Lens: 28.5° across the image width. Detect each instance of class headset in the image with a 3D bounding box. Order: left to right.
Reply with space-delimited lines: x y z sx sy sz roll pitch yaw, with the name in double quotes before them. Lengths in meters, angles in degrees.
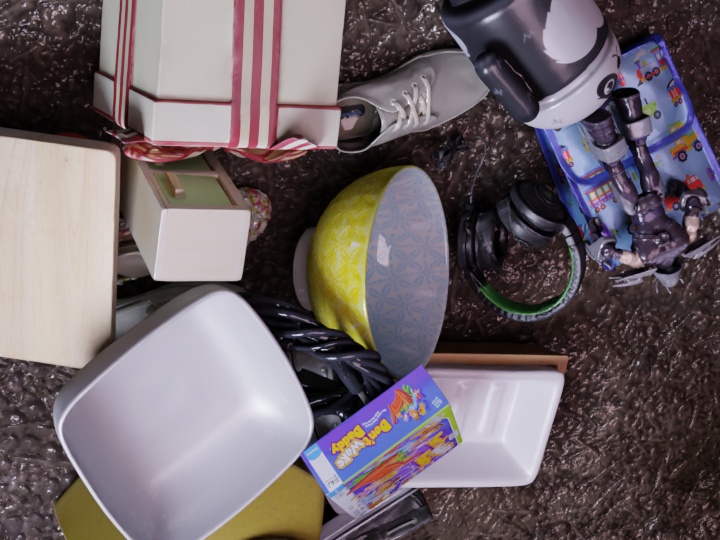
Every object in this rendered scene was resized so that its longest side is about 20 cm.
"headset" 0.137 -0.040 1.385 0.123 0.094 0.202 -26 97 30

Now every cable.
"cable" -0.069 0.080 1.279 0.198 0.163 0.051 28 63 -3

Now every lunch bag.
"lunch bag" 0.261 -0.130 1.422 0.149 0.094 0.202 -29 111 -4

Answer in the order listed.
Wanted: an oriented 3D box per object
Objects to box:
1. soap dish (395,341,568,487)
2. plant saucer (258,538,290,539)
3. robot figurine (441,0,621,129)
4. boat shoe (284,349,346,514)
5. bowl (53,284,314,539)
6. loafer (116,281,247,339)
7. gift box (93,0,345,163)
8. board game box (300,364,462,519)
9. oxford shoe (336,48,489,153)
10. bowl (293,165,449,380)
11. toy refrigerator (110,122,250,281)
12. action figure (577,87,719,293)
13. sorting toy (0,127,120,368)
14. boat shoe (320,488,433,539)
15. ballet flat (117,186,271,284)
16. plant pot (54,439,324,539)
"soap dish" 0.107 0.148 1.493 0.197 0.081 0.159 2 115 -24
"plant saucer" -0.096 0.347 1.319 0.198 0.029 0.203 -9 111 -25
"robot figurine" 0.154 -0.222 1.286 0.150 0.125 0.200 -42 117 -1
"boat shoe" -0.017 0.157 1.449 0.085 0.075 0.204 -17 115 3
"bowl" -0.155 0.122 1.212 0.199 0.074 0.201 -38 123 -15
"loafer" -0.194 0.053 1.324 0.197 0.070 0.071 -10 120 -18
"gift box" -0.117 -0.179 1.141 0.182 0.200 0.189 0 106 -22
"board game box" 0.025 0.164 1.322 0.134 0.045 0.200 -36 163 -3
"oxford shoe" 0.039 -0.155 1.321 0.198 0.058 0.076 -17 117 -17
"bowl" 0.000 0.000 1.341 0.106 0.201 0.202 3 125 25
"toy refrigerator" -0.157 -0.067 1.199 0.075 0.200 0.071 1 117 -22
"action figure" 0.271 -0.070 1.363 0.129 0.069 0.202 -26 105 -15
"sorting toy" -0.297 -0.032 1.201 0.196 0.070 0.202 8 115 3
"boat shoe" -0.010 0.297 1.514 0.199 0.071 0.072 -35 168 -3
"ballet flat" -0.169 -0.023 1.299 0.198 0.064 0.076 -17 119 -14
"plant pot" -0.146 0.234 1.374 0.195 0.194 0.201 35 95 -33
